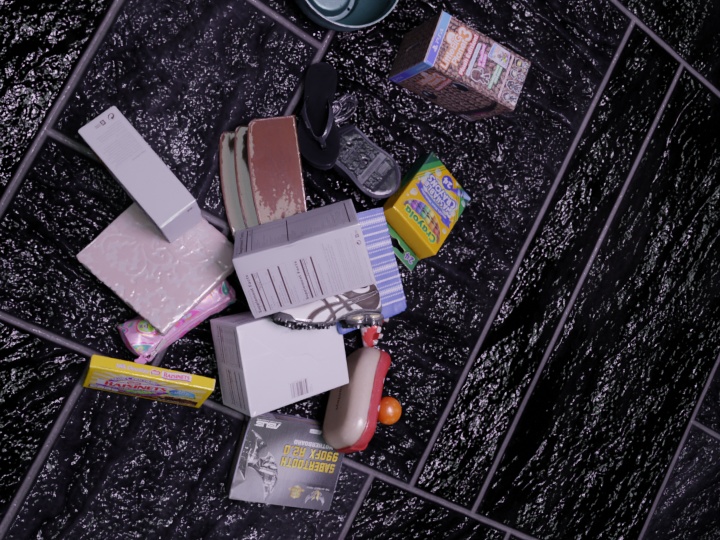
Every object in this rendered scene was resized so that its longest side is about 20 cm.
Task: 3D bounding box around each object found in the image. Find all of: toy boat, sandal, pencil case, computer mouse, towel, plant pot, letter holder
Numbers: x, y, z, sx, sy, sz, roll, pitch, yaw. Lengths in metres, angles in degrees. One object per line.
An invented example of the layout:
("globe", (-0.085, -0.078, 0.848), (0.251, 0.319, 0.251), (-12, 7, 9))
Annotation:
("toy boat", (0.018, 0.245, 1.187), (0.131, 0.130, 0.200), (26, 59, -23))
("sandal", (-0.077, -0.279, 1.144), (0.076, 0.043, 0.201), (-2, 80, 0))
("pencil case", (-0.309, 0.075, 1.087), (0.200, 0.087, 0.088), (-37, 106, -17))
("computer mouse", (-0.007, -0.217, 1.202), (0.138, 0.053, 0.200), (-45, 96, -10))
("towel", (0.000, 0.000, 1.134), (0.145, 0.024, 0.200), (-18, 101, -26))
("plant pot", (-0.041, -0.507, 1.114), (0.200, 0.134, 0.201), (-2, 95, -20))
("towel", (-0.325, -0.021, 1.055), (0.200, 0.032, 0.191), (41, 72, 5))
("letter holder", (-0.170, -0.151, 1.099), (0.142, 0.101, 0.200), (-7, 94, -7))

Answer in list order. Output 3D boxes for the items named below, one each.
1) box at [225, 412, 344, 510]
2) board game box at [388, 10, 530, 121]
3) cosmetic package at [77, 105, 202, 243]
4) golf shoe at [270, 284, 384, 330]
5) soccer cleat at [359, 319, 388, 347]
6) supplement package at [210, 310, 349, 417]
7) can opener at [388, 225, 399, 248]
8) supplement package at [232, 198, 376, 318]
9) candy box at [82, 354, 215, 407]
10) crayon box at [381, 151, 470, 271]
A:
("box", (-0.135, 0.354, 1.200), (0.200, 0.048, 0.159), (16, 88, -21))
("board game box", (0.182, -0.373, 1.198), (0.200, 0.159, 0.097), (21, 87, -21))
("cosmetic package", (-0.344, -0.148, 1.015), (0.071, 0.101, 0.200), (-41, 86, -13))
("golf shoe", (-0.056, 0.053, 1.063), (0.200, 0.078, 0.095), (0, 86, -31))
("soccer cleat", (0.009, 0.056, 1.225), (0.085, 0.069, 0.200), (10, 112, 16))
("supplement package", (-0.139, 0.144, 1.121), (0.200, 0.111, 0.156), (-13, 100, -35))
("can opener", (-0.015, -0.070, 1.211), (0.200, 0.079, 0.063), (2, 132, -18))
("supplement package", (-0.090, -0.021, 1.019), (0.200, 0.114, 0.110), (-16, 117, 0))
("candy box", (-0.355, 0.188, 1.075), (0.200, 0.102, 0.026), (16, 54, -21))
("crayon box", (0.118, -0.113, 1.218), (0.126, 0.052, 0.200), (47, 57, -18))
